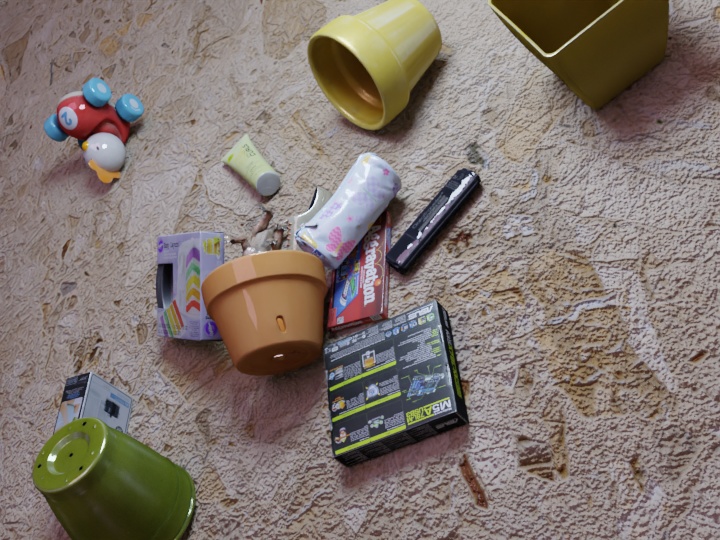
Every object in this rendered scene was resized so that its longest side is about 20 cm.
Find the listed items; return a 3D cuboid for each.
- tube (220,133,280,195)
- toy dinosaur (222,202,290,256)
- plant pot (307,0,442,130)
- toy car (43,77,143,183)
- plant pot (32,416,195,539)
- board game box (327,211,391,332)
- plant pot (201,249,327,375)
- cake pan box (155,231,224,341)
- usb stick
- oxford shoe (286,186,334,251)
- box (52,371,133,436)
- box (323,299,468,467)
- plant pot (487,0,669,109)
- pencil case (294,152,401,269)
[{"bbox_3d":[-0.218,-0.207,1.755,0.058,0.052,0.200,-11,32,-23],"label":"tube"},{"bbox_3d":[-0.177,-0.028,1.574,0.086,0.136,0.200,24,47,13],"label":"toy dinosaur"},{"bbox_3d":[0.037,-0.387,1.602,0.189,0.201,0.200,-43,41,-21],"label":"plant pot"},{"bbox_3d":[-0.599,-0.292,2.026,0.184,0.177,0.201,-31,57,29],"label":"toy car"},{"bbox_3d":[-0.387,0.329,1.356,0.200,0.193,0.201,-18,41,16],"label":"plant pot"},{"bbox_3d":[0.000,0.000,1.459,0.103,0.019,0.201,-16,51,26],"label":"board game box"},{"bbox_3d":[-0.141,0.075,1.398,0.199,0.200,0.141,-23,64,21],"label":"plant pot"},{"bbox_3d":[-0.297,0.027,1.550,0.200,0.052,0.185,1,89,55],"label":"cake pan box"},{"bbox_3d":[0.115,-0.079,1.422,0.200,0.033,0.055,-50,37,-4],"label":"usb stick"},{"bbox_3d":[-0.104,-0.052,1.521,0.200,0.074,0.071,-56,15,-16],"label":"oxford shoe"},{"bbox_3d":[-0.463,0.290,1.525,0.060,0.117,0.201,-16,50,24],"label":"box"},{"bbox_3d":[0.045,0.161,1.289,0.199,0.048,0.194,-25,50,19],"label":"box"},{"bbox_3d":[0.347,-0.369,1.354,0.200,0.176,0.200,-37,44,8],"label":"plant pot"},{"bbox_3d":[-0.020,-0.097,1.466,0.200,0.091,0.083,-50,4,-11],"label":"pencil case"}]
